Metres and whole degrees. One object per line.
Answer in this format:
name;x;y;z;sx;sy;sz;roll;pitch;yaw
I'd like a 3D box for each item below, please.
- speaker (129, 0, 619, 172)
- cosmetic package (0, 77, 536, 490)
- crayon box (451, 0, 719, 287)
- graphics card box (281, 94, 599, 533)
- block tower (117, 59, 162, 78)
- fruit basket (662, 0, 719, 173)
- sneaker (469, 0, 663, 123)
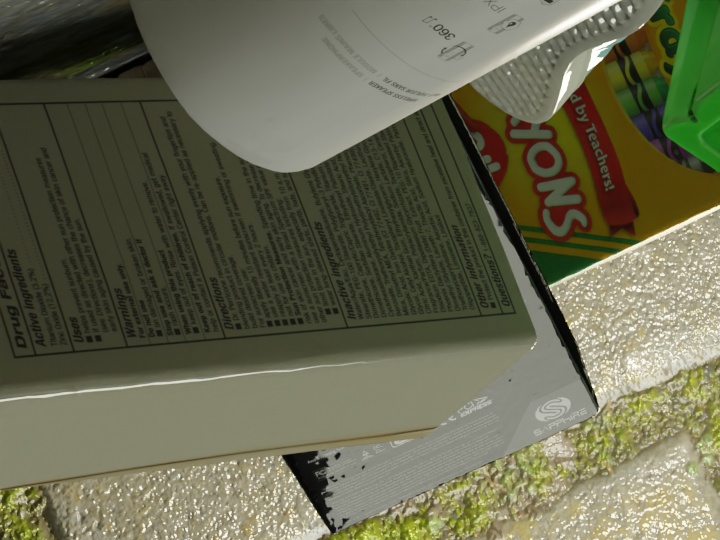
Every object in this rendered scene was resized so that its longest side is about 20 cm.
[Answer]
speaker;0.040;-0.095;0.574;0.199;0.082;0.081;-27;176;35
cosmetic package;-0.054;0.001;0.768;0.199;0.104;0.073;-4;153;-37
crayon box;0.093;-0.067;1.103;0.199;0.128;0.051;-25;178;-29
graphics card box;0.000;0.000;0.981;0.125;0.200;0.051;-26;-146;7
block tower;-0.095;-0.030;0.887;0.199;0.054;0.058;-25;178;10
fruit basket;0.214;-0.089;0.817;0.215;0.217;0.155;-23;173;-23
sneaker;0.074;-0.115;0.805;0.082;0.074;0.200;-51;-179;-15
